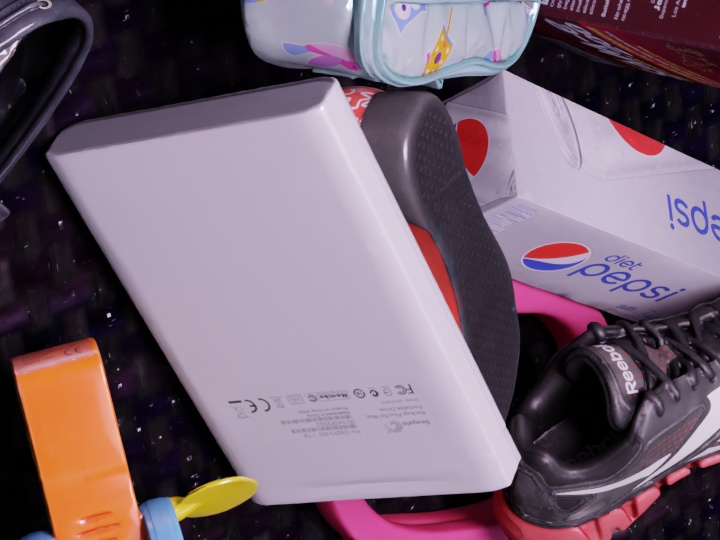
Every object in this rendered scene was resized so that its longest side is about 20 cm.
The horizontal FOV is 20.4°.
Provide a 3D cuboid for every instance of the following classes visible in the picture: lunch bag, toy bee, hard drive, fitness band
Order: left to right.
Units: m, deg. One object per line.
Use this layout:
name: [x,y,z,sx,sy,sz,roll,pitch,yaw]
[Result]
toy bee: [-0.112,0.130,0.829,0.131,0.109,0.200,7,85,-11]
hard drive: [-0.029,0.016,0.829,0.200,0.132,0.026,63,35,-31]
lunch bag: [0.023,-0.152,0.819,0.200,0.077,0.161,-19,113,-64]
fitness band: [0.050,0.070,0.978,0.200,0.037,0.144,0,102,-42]

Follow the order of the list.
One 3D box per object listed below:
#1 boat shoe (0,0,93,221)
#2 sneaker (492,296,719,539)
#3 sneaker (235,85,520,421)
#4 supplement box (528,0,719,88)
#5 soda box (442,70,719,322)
boat shoe: [-0.166,-0.031,0.734,0.200,0.062,0.075,-59,157,-13]
sneaker: [0.146,0.055,0.946,0.200,0.071,0.098,-33,144,-7]
sneaker: [0.000,-0.001,0.875,0.201,0.108,0.067,70,36,-43]
supplement box: [0.152,-0.120,0.900,0.109,0.200,0.061,17,93,-42]
soda box: [0.113,-0.029,0.971,0.200,0.063,0.068,19,57,-42]
